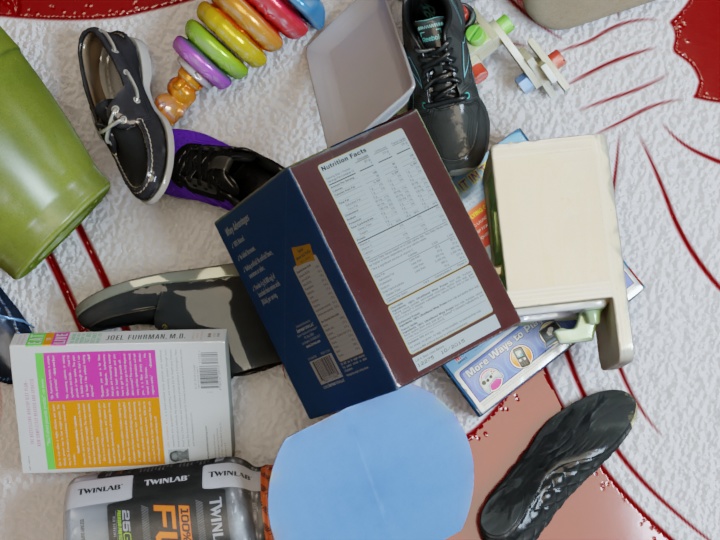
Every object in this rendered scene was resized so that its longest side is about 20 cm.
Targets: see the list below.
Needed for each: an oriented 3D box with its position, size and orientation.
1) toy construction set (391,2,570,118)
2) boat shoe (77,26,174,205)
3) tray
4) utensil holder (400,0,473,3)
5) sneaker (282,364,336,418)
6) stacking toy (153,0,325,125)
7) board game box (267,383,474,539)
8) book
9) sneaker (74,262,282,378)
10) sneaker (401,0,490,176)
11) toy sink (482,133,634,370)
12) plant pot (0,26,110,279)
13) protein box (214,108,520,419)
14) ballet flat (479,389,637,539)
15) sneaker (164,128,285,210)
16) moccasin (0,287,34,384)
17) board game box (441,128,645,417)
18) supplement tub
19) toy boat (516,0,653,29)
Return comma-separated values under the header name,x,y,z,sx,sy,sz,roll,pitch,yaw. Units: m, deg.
name,x,y,z,sx,sy,sz,roll,pitch,yaw
toy construction set,0.102,-0.176,1.490,0.199,0.092,0.131,-32,68,-8
boat shoe,-0.227,-0.151,1.475,0.074,0.060,0.201,-36,54,33
tray,0.002,-0.188,1.458,0.107,0.200,0.022,-41,125,21
utensil holder,0.074,-0.358,1.463,0.169,0.200,0.171,0,83,2
sneaker,0.017,0.123,1.453,0.199,0.082,0.078,30,84,4
stacking toy,-0.138,-0.217,1.505,0.110,0.116,0.200,43,94,5
board game box,0.004,0.190,1.387,0.199,0.039,0.159,-25,107,-18
book,-0.221,0.121,1.447,0.199,0.048,0.134,0,116,1
sneaker,-0.169,0.057,1.474,0.199,0.075,0.107,-11,82,-1
sneaker,0.067,-0.184,1.418,0.075,0.079,0.201,-15,72,10
toy sink,0.170,-0.008,1.390,0.111,0.130,0.201,-6,83,1
plant pot,-0.345,-0.102,1.455,0.193,0.200,0.200,44,85,-5
protein box,0.000,0.000,1.339,0.134,0.198,0.201,-26,89,-26
ballet flat,0.187,0.188,1.466,0.200,0.057,0.066,-43,55,-9
sneaker,-0.134,-0.096,1.480,0.199,0.100,0.070,19,83,7
moccasin,-0.388,0.028,1.487,0.080,0.068,0.200,-41,83,-4
board game box,0.133,0.003,1.482,0.200,0.056,0.196,-37,82,-4
supplement tub,-0.165,0.238,1.424,0.199,0.123,0.123,-8,82,1
toy boat,0.234,-0.330,1.509,0.199,0.131,0.131,-18,53,-1
